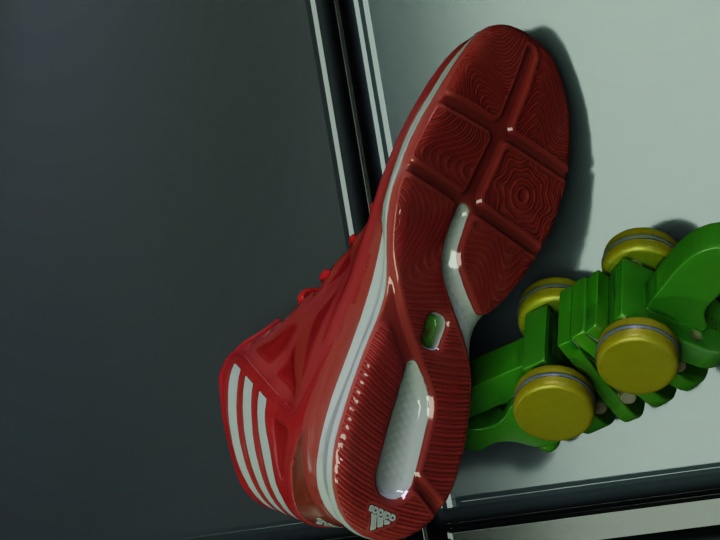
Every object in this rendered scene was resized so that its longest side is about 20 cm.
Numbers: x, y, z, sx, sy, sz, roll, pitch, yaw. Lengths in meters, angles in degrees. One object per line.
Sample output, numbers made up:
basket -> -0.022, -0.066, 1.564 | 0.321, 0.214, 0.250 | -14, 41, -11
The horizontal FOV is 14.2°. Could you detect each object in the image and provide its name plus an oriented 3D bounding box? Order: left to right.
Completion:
sneaker -> 0.000, 0.000, 1.091 | 0.115, 0.078, 0.201 | 1, 63, 51
toy alligator -> 0.075, 0.043, 1.084 | 0.200, 0.059, 0.054 | -32, 122, 31
